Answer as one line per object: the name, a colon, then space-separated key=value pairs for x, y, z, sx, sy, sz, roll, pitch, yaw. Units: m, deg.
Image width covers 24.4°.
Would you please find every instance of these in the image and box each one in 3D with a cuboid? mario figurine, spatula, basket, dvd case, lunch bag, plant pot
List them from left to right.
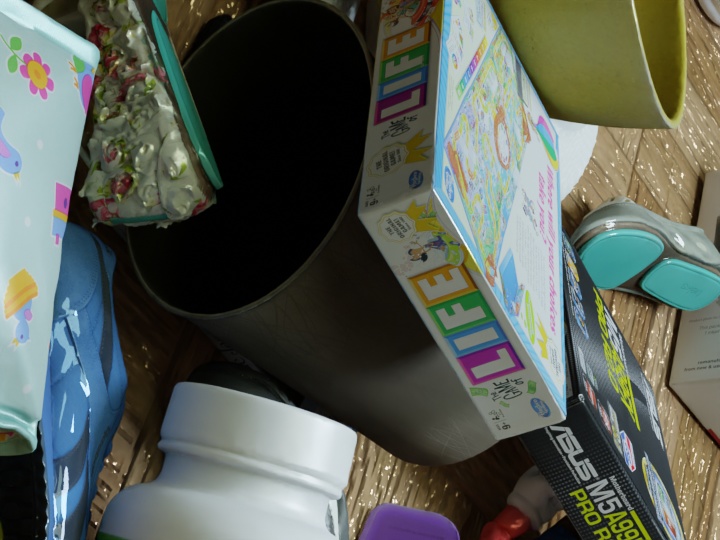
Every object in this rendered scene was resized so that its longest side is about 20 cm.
lunch bag: x=-0.200 y=-0.034 z=0.577 sx=0.199 sy=0.121 sz=0.172 roll=28 pitch=62 yaw=-53
dvd case: x=-0.044 y=-0.014 z=0.868 sx=0.200 sy=0.017 sz=0.143 roll=52 pitch=44 yaw=-31
basket: x=0.000 y=0.000 z=0.801 sx=0.200 sy=0.135 sz=0.182 roll=46 pitch=29 yaw=-41
spatula: x=0.002 y=0.213 z=0.857 sx=0.021 sy=0.056 sz=0.202 roll=59 pitch=43 yaw=-55
plant pot: x=0.086 y=-0.167 z=0.879 sx=0.200 sy=0.140 sz=0.203 roll=-6 pitch=90 yaw=-71
mario figurine: x=0.109 y=0.186 z=0.943 sx=0.199 sy=0.123 sz=0.107 roll=-1 pitch=126 yaw=-60

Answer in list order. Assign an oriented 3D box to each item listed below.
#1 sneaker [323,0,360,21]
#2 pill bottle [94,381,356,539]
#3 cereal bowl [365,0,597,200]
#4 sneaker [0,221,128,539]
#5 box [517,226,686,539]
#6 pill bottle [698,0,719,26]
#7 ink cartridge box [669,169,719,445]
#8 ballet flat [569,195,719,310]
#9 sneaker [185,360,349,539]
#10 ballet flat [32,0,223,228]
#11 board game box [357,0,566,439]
sneaker: x=-0.028 y=-0.204 z=0.896 sx=0.078 sy=0.079 sz=0.202 roll=-20 pitch=124 yaw=-80
pill bottle: x=-0.065 y=0.154 z=0.687 sx=0.111 sy=0.110 sz=0.202 roll=27 pitch=73 yaw=-47
cereal bowl: x=0.092 y=-0.129 z=1.027 sx=0.199 sy=0.083 sz=0.202 roll=18 pitch=66 yaw=-49
sneaker: x=-0.126 y=0.077 z=0.695 sx=0.078 sy=0.065 sz=0.203 roll=15 pitch=69 yaw=-51
box: x=0.140 y=0.082 z=1.008 sx=0.161 sy=0.044 sz=0.201 roll=57 pitch=18 yaw=-27
pill bottle: x=0.371 y=-0.271 z=1.337 sx=0.115 sy=0.198 sz=0.117 roll=16 pitch=69 yaw=-50
ink cartridge box: x=0.318 y=0.036 z=1.289 sx=0.147 sy=0.082 sz=0.202 roll=46 pitch=49 yaw=-38
ballet flat: x=0.189 y=-0.018 z=1.161 sx=0.199 sy=0.067 sz=0.064 roll=18 pitch=40 yaw=-51
sneaker: x=-0.049 y=0.144 z=0.775 sx=0.088 sy=0.074 sz=0.202 roll=-30 pitch=105 yaw=-54
ballet flat: x=-0.114 y=-0.103 z=0.744 sx=0.076 sy=0.063 sz=0.201 roll=61 pitch=9 yaw=-56
board game box: x=0.050 y=-0.044 z=0.740 sx=0.135 sy=0.034 sz=0.201 roll=57 pitch=24 yaw=-33
